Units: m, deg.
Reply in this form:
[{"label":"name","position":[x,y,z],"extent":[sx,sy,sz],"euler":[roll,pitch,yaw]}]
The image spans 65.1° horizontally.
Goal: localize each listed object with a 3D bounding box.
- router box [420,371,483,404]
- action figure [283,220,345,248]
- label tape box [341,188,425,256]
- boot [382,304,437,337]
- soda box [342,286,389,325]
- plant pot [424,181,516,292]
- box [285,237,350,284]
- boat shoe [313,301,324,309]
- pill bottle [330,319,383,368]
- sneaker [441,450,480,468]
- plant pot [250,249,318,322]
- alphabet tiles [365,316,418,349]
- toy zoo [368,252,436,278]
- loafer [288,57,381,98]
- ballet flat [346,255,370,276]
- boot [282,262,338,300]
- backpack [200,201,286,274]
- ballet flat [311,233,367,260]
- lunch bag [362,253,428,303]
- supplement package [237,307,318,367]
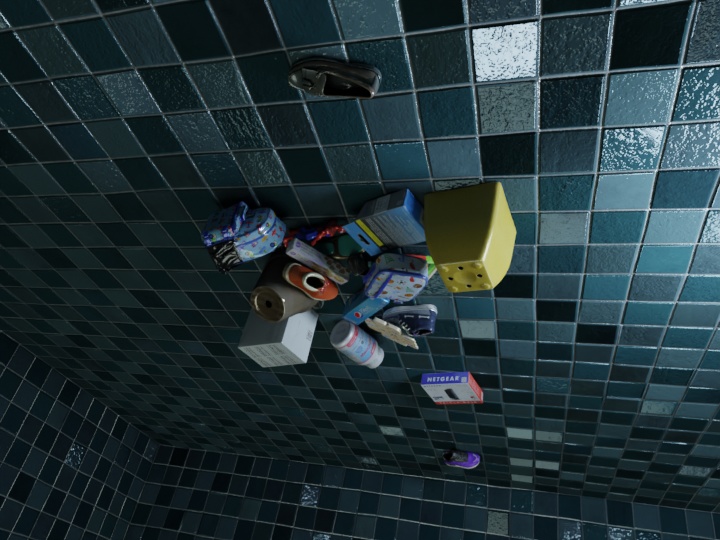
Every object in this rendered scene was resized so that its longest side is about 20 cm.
[{"label":"router box","position":[0.359,0.463,2.210],"extent":[0.197,0.049,0.180],"euler":[-9,140,29]},{"label":"action figure","position":[-0.123,-0.102,1.566],"extent":[0.197,0.066,0.052],"euler":[-11,115,33]},{"label":"label tape box","position":[0.073,-0.122,1.469],"extent":[0.198,0.064,0.144],"euler":[-13,139,35]},{"label":"boot","position":[0.152,0.169,1.828],"extent":[0.197,0.092,0.073],"euler":[-14,138,33]},{"label":"soda box","position":[0.019,0.101,1.796],"extent":[0.063,0.069,0.200],"euler":[27,143,-19]},{"label":"plant pot","position":[0.263,-0.062,1.370],"extent":[0.192,0.203,0.195],"euler":[-7,141,26]},{"label":"box","position":[-0.116,-0.024,1.582],"extent":[0.198,0.039,0.041],"euler":[31,145,-27]},{"label":"boat shoe","position":[-0.175,0.073,1.832],"extent":[0.067,0.057,0.201],"euler":[-2,142,21]},{"label":"pill bottle","position":[-0.007,0.266,2.003],"extent":[0.108,0.110,0.199],"euler":[-19,135,38]},{"label":"sneaker","position":[0.494,0.937,2.815],"extent":[0.197,0.070,0.100],"euler":[-12,136,31]},{"label":"plant pot","position":[-0.232,0.064,1.669],"extent":[0.196,0.174,0.203],"euler":[9,118,18]},{"label":"alphabet tiles","position":[0.104,0.208,1.902],"extent":[0.193,0.015,0.200],"euler":[22,165,20]},{"label":"toy zoo","position":[0.117,-0.009,1.591],"extent":[0.196,0.021,0.131],"euler":[4,156,-13]},{"label":"loafer","position":[-0.058,-0.384,1.144],"extent":[0.196,0.064,0.072],"euler":[5,145,11]},{"label":"ballet flat","position":[0.000,0.000,1.621],"extent":[0.065,0.058,0.200],"euler":[-10,169,13]},{"label":"boot","position":[-0.118,0.044,1.594],"extent":[0.106,0.076,0.199],"euler":[17,173,45]},{"label":"backpack","position":[-0.308,-0.104,1.529],"extent":[0.197,0.184,0.136],"euler":[-16,122,15]},{"label":"ballet flat","position":[-0.055,-0.062,1.612],"extent":[0.197,0.072,0.065],"euler":[-6,169,30]},{"label":"lunch bag","position":[0.092,0.025,1.551],"extent":[0.157,0.077,0.200],"euler":[7,154,-13]},{"label":"supplement package","position":[-0.280,0.209,1.940],"extent":[0.197,0.194,0.147],"euler":[-10,139,31]}]
